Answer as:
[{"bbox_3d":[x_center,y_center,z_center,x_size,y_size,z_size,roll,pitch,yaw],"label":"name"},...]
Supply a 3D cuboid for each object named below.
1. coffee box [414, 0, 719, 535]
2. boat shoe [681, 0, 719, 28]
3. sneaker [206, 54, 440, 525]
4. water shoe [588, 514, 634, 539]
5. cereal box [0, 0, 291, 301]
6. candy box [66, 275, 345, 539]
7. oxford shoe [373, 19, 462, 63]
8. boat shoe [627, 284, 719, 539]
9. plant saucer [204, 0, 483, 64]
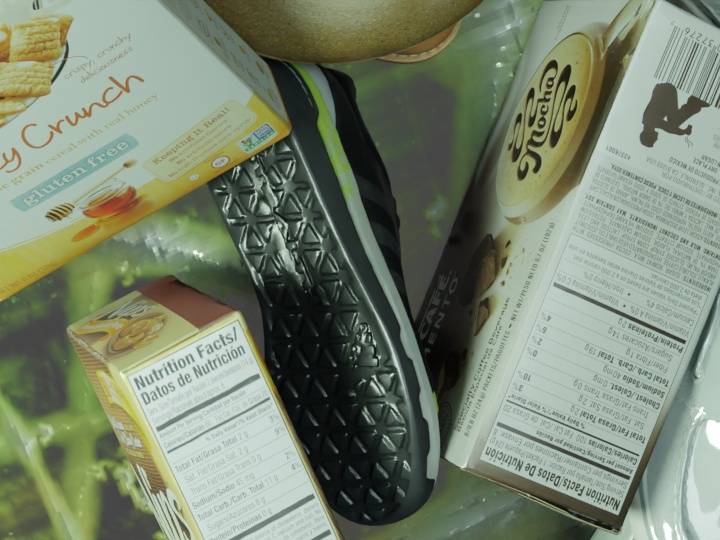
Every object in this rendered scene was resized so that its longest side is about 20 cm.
[{"bbox_3d":[0.092,-0.006,0.827,0.079,0.113,0.201,22,90,-19],"label":"coffee box"},{"bbox_3d":[0.160,-0.136,0.849,0.199,0.065,0.072,27,88,-47],"label":"boat shoe"},{"bbox_3d":[0.000,0.000,0.806,0.083,0.071,0.202,-17,91,-55],"label":"sneaker"},{"bbox_3d":[0.147,0.121,0.871,0.079,0.071,0.201,33,94,19],"label":"water shoe"},{"bbox_3d":[-0.130,-0.068,0.692,0.143,0.040,0.200,-29,150,13],"label":"cereal box"},{"bbox_3d":[-0.044,0.107,0.794,0.055,0.115,0.201,-28,104,-14],"label":"candy box"},{"bbox_3d":[-0.030,-0.153,0.792,0.200,0.071,0.072,40,82,-20],"label":"oxford shoe"},{"bbox_3d":[0.164,0.036,0.808,0.072,0.068,0.201,23,82,-10],"label":"boat shoe"},{"bbox_3d":[-0.006,-0.176,0.740,0.198,0.035,0.202,-4,102,-19],"label":"plant saucer"}]
